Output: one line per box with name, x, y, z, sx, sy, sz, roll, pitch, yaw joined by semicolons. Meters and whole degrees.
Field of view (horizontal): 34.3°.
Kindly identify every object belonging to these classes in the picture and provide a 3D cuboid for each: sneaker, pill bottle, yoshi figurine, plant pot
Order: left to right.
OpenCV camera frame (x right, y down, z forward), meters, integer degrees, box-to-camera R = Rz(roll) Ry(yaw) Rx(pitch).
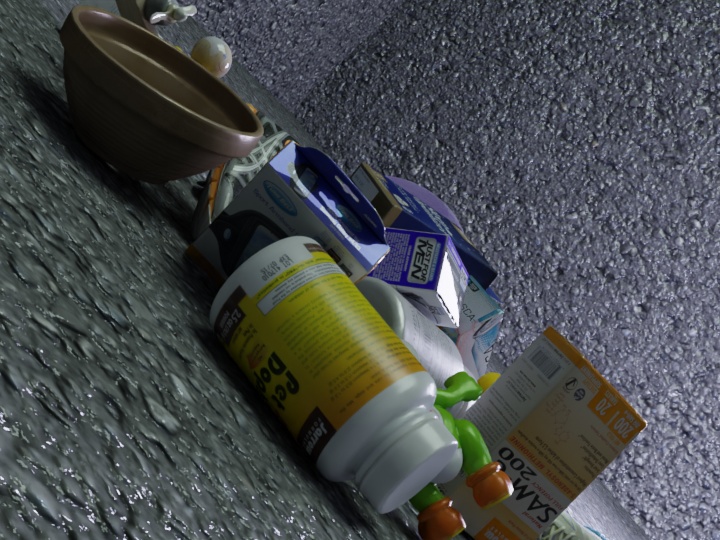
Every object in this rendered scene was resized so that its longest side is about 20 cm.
plant pot;-0.193;-0.143;1.053;0.200;0.093;0.201;32;15;-10
sneaker;-0.111;-0.091;1.153;0.077;0.079;0.201;26;43;-7
pill bottle;-0.018;0.079;0.875;0.200;0.109;0.109;49;6;20
pill bottle;0.036;0.097;1.134;0.200;0.114;0.115;40;9;-50
yoshi figurine;0.039;0.120;0.979;0.112;0.112;0.201;-28;83;-49
sneaker;0.222;0.308;1.386;0.086;0.075;0.200;30;9;-47

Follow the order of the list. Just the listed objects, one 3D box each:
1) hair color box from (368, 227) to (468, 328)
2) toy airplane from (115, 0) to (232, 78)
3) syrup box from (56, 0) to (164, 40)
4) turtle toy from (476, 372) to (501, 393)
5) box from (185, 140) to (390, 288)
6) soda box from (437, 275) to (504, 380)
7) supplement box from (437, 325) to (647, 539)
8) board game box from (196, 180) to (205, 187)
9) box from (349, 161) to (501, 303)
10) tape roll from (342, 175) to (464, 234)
hair color box;0.000;0.000;1.169;0.197;0.066;0.109;9;-18;20
toy airplane;-0.204;-0.206;1.242;0.201;0.140;0.200;58;-13;-1
syrup box;-0.260;-0.242;1.392;0.200;0.079;0.081;48;6;4
turtle toy;0.144;0.195;1.275;0.146;0.100;0.201;60;1;41
box;-0.061;-0.021;0.976;0.119;0.042;0.200;47;-36;-4
soda box;0.104;0.101;1.345;0.064;0.068;0.201;49;-30;29
supplement box;0.165;0.173;1.144;0.126;0.200;0.074;42;4;-31
board game box;-0.093;-0.068;1.349;0.197;0.040;0.158;8;-2;7
box;0.083;-0.042;1.338;0.199;0.032;0.121;33;13;-31
tape roll;0.031;-0.017;1.448;0.200;0.199;0.066;48;-30;14
